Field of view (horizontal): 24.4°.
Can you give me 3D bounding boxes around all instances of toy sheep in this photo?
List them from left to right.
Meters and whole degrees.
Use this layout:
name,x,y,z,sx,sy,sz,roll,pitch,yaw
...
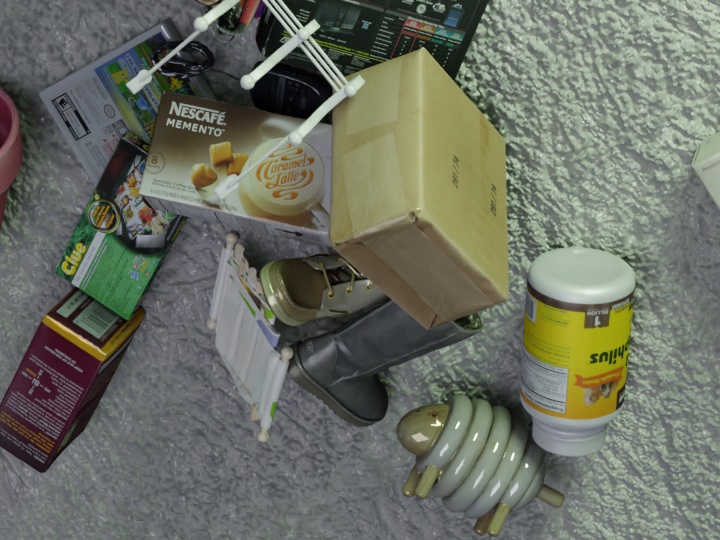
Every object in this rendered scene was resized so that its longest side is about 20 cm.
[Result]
name,x,y,z,sx,sy,sz,roll,pitch,yaw
toy sheep,0.128,0.207,1.789,0.200,0.138,0.138,30,122,-12

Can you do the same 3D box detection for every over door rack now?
name,x,y,z,sx,sy,sz,roll,pitch,yaw
over door rack,-0.114,-0.169,1.560,0.200,0.067,0.148,-36,98,29

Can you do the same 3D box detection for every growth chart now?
name,x,y,z,sx,sy,sz,roll,pitch,yaw
growth chart,-0.122,0.066,1.801,0.018,0.200,0.145,-2,132,-29

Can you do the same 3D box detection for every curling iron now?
name,x,y,z,sx,sy,sz,roll,pitch,yaw
curling iron,-0.093,-0.311,1.596,0.049,0.026,0.200,28,85,-7

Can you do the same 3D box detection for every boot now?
name,x,y,z,sx,sy,sz,roll,pitch,yaw
boot,0.000,0.000,1.701,0.154,0.200,0.072,-21,80,25
boot,0.042,0.084,1.760,0.200,0.073,0.182,-30,146,21

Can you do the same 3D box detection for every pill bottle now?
name,x,y,z,sx,sy,sz,roll,pitch,yaw
pill bottle,0.220,0.086,1.708,0.109,0.109,0.201,9,118,15

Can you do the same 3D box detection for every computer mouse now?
name,x,y,z,sx,sy,sz,roll,pitch,yaw
computer mouse,-0.121,-0.201,1.729,0.199,0.034,0.059,19,127,6

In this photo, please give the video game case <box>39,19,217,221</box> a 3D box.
name,x,y,z,sx,sy,sz,roll,pitch,yaw
video game case,-0.227,-0.146,1.805,0.182,0.022,0.200,-24,104,27

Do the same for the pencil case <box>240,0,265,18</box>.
name,x,y,z,sx,sy,sz,roll,pitch,yaw
pencil case,-0.148,-0.337,1.649,0.200,0.088,0.088,39,121,-2

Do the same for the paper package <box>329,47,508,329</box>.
name,x,y,z,sx,sy,sz,roll,pitch,yaw
paper package,0.058,-0.075,1.585,0.103,0.201,0.191,-18,144,26

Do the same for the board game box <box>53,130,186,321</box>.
name,x,y,z,sx,sy,sz,roll,pitch,yaw
board game box,-0.256,-0.047,1.836,0.105,0.023,0.200,33,120,0

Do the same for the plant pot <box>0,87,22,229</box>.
name,x,y,z,sx,sy,sz,roll,pitch,yaw
plant pot,-0.468,-0.094,1.828,0.199,0.200,0.179,17,135,11

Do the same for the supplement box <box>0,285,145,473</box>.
name,x,y,z,sx,sy,sz,roll,pitch,yaw
supplement box,-0.340,0.120,1.920,0.086,0.110,0.200,33,121,2

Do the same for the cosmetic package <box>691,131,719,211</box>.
name,x,y,z,sx,sy,sz,roll,pitch,yaw
cosmetic package,0.415,-0.054,1.594,0.103,0.073,0.200,-31,103,29

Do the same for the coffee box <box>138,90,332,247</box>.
name,x,y,z,sx,sy,sz,roll,pitch,yaw
coffee box,-0.115,-0.104,1.710,0.199,0.080,0.115,13,82,4

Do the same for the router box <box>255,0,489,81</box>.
name,x,y,z,sx,sy,sz,roll,pitch,yaw
router box,0.015,-0.258,1.594,0.199,0.062,0.150,13,122,-18

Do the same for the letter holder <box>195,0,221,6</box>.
name,x,y,z,sx,sy,sz,roll,pitch,yaw
letter holder,-0.135,-0.366,1.545,0.142,0.101,0.200,33,76,14
